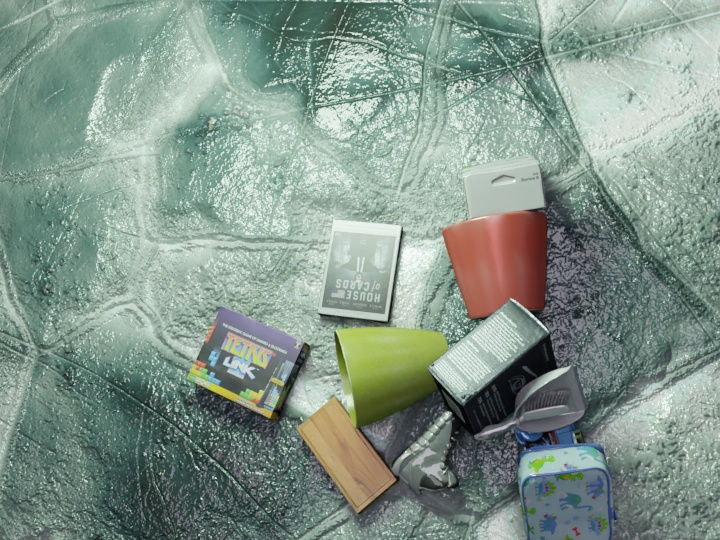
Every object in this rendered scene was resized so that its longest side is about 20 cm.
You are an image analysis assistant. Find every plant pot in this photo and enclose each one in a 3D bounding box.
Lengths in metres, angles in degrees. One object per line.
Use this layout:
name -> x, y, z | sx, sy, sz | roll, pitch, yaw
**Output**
plant pot -> 0.066, 0.183, 1.606 | 0.198, 0.187, 0.189 | -12, 72, -8
plant pot -> 0.263, -0.004, 1.604 | 0.199, 0.200, 0.179 | -8, 84, 10

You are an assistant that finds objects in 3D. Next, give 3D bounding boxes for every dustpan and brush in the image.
dustpan and brush -> 0.290, 0.247, 1.474 | 0.198, 0.140, 0.058 | -16, 42, 13

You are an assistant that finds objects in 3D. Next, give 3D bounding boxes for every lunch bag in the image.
lunch bag -> 0.355, 0.392, 1.470 | 0.159, 0.201, 0.083 | -9, 31, 8

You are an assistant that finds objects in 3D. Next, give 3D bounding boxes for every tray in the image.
tray -> -0.026, 0.353, 1.638 | 0.098, 0.037, 0.200 | -39, 72, 0

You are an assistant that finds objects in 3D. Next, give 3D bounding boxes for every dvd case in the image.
dvd case -> 0.000, 0.000, 1.734 | 0.149, 0.025, 0.202 | 6, 76, 14

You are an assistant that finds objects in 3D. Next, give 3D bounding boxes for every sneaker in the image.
sneaker -> 0.160, 0.341, 1.590 | 0.200, 0.075, 0.116 | -45, 77, 7

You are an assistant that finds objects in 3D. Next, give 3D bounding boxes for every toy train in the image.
toy train -> 0.341, 0.285, 1.557 | 0.113, 0.087, 0.202 | -13, 70, -1

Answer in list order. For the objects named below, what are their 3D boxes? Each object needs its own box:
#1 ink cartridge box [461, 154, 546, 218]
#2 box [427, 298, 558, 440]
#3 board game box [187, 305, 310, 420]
ink cartridge box -> 0.268, -0.161, 1.621 | 0.145, 0.200, 0.085 | -9, 101, 10
box -> 0.237, 0.174, 1.498 | 0.200, 0.148, 0.104 | -38, 52, -9
board game box -> -0.224, 0.185, 1.715 | 0.199, 0.057, 0.166 | 21, 82, 16
